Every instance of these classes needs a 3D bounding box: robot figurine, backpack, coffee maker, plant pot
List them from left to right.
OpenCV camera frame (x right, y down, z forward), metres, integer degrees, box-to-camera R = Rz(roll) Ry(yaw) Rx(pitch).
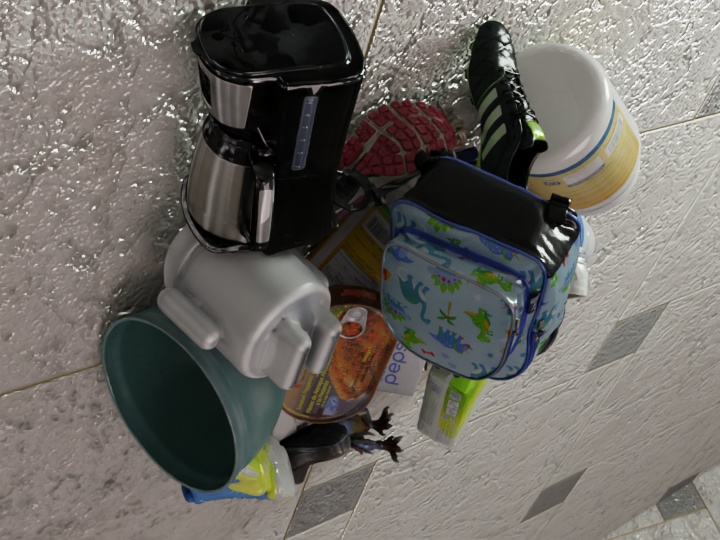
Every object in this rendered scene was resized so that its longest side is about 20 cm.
[{"bbox_3d":[-0.154,0.110,1.118,0.134,0.200,0.201,-33,154,-41],"label":"plant pot"},{"bbox_3d":[-0.108,0.020,1.004,0.169,0.200,0.114,-20,144,-45],"label":"robot figurine"},{"bbox_3d":[-0.061,-0.131,0.938,0.191,0.135,0.201,-28,151,-34],"label":"coffee maker"},{"bbox_3d":[0.107,0.017,1.049,0.147,0.182,0.201,-50,152,-33],"label":"backpack"}]

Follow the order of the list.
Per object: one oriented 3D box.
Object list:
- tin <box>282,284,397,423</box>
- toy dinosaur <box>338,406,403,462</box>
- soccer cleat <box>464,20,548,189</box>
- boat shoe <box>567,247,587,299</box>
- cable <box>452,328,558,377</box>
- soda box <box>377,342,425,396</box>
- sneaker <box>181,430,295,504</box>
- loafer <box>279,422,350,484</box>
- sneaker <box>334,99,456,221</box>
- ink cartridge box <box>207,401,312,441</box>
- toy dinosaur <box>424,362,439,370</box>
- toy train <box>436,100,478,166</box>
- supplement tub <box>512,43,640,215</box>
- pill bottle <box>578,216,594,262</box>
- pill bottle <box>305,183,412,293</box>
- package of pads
[{"bbox_3d":[-0.029,0.093,1.165,0.111,0.042,0.201,5,135,-18],"label":"tin"},{"bbox_3d":[-0.028,0.227,1.499,0.180,0.106,0.200,12,139,-29],"label":"toy dinosaur"},{"bbox_3d":[0.151,-0.154,1.080,0.067,0.081,0.202,-1,90,-44],"label":"soccer cleat"},{"bbox_3d":[0.183,0.038,1.272,0.201,0.087,0.074,-17,160,35],"label":"boat shoe"},{"bbox_3d":[0.195,0.059,1.398,0.162,0.051,0.201,-25,-158,31],"label":"cable"},{"bbox_3d":[0.059,0.053,1.314,0.068,0.064,0.202,11,117,-15],"label":"soda box"},{"bbox_3d":[-0.150,0.235,1.256,0.104,0.076,0.200,-19,152,10],"label":"sneaker"},{"bbox_3d":[-0.085,0.239,1.377,0.199,0.073,0.073,-13,-163,41],"label":"loafer"},{"bbox_3d":[0.004,-0.107,1.094,0.199,0.081,0.075,-26,166,-8],"label":"sneaker"},{"bbox_3d":[-0.101,0.136,1.300,0.199,0.083,0.147,-25,149,-20],"label":"ink cartridge box"},{"bbox_3d":[0.098,0.073,1.433,0.199,0.105,0.182,-32,170,-30],"label":"toy dinosaur"},{"bbox_3d":[0.119,-0.081,1.185,0.084,0.117,0.200,-18,143,13],"label":"toy train"},{"bbox_3d":[0.231,-0.150,1.199,0.145,0.145,0.200,-43,150,10],"label":"supplement tub"},{"bbox_3d":[0.223,-0.047,1.366,0.112,0.113,0.199,-49,148,21],"label":"pill bottle"},{"bbox_3d":[0.000,0.000,1.193,0.200,0.111,0.111,-47,149,16],"label":"pill bottle"},{"bbox_3d":[0.154,0.133,1.518,0.200,0.068,0.155,-52,161,-35],"label":"package of pads"}]
